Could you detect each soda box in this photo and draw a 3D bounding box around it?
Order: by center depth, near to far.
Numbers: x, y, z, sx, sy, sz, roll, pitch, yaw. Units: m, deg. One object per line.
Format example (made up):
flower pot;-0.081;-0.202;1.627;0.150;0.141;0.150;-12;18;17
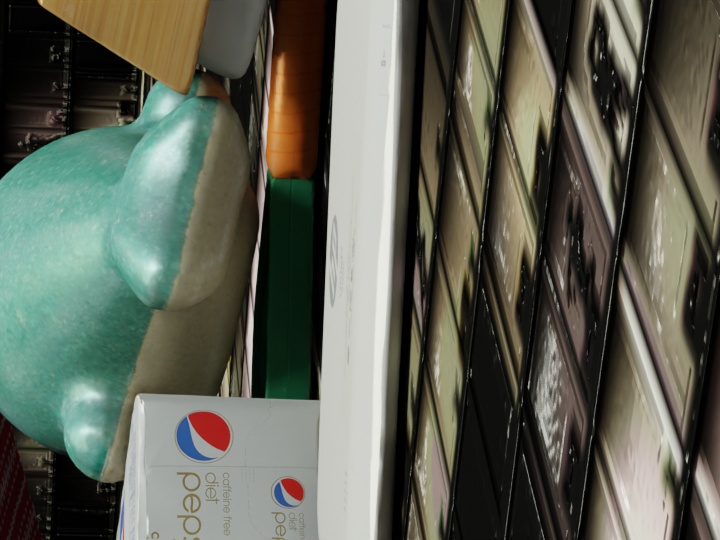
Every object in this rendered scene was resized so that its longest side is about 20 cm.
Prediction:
soda box;-0.053;0.113;1.060;0.200;0.068;0.064;105;165;-63

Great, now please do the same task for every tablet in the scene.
tablet;0.000;0.000;0.868;0.130;0.014;0.200;-129;42;-81

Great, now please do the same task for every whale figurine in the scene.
whale figurine;-0.091;-0.004;1.070;0.200;0.104;0.159;125;159;-73

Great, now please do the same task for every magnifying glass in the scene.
magnifying glass;-0.026;-0.016;1.085;0.080;0.022;0.200;-106;17;-71

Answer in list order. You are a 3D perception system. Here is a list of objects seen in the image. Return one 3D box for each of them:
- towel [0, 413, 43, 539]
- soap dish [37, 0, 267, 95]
towel;-0.159;0.113;1.151;0.200;0.022;0.145;83;-168;-46
soap dish;-0.062;-0.169;1.042;0.157;0.081;0.200;-127;49;-79
